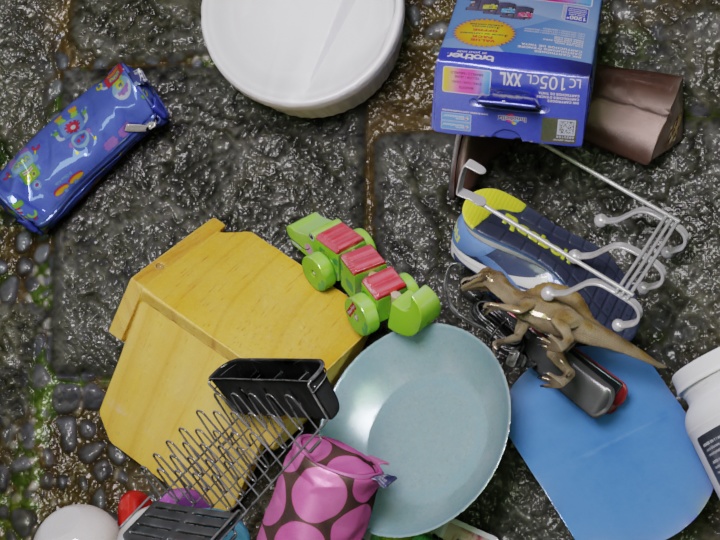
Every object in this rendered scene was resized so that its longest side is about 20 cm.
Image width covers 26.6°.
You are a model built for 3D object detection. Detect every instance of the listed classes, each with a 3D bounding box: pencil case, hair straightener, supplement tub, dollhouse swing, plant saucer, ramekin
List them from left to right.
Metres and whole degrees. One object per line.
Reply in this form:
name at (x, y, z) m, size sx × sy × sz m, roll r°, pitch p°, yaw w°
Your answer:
pencil case at (-0.280, -0.122, 1.531) m, size 0.200 × 0.078 × 0.087 m, roll -42°, pitch 51°, yaw 2°
dollhouse swing at (-0.127, 0.098, 1.475) m, size 0.200 × 0.176 × 0.182 m, roll 33°, pitch 44°, yaw 17°
pencil case at (-0.043, 0.246, 1.314) m, size 0.091 × 0.094 × 0.200 m, roll 29°, pitch 103°, yaw 34°
ramekin at (-0.049, -0.243, 1.503) m, size 0.202 × 0.094 × 0.203 m, roll -3°, pitch 77°, yaw 11°
plant saucer at (0.054, 0.147, 1.368) m, size 0.201 × 0.039 × 0.201 m, roll -16°, pitch 59°, yaw 29°
hair straightener at (0.149, 0.060, 1.369) m, size 0.200 × 0.077 × 0.041 m, roll 43°, pitch 110°, yaw 17°
supplement tub at (0.366, 0.157, 1.304) m, size 0.140 × 0.140 × 0.200 m, roll -25°, pitch 74°, yaw 5°

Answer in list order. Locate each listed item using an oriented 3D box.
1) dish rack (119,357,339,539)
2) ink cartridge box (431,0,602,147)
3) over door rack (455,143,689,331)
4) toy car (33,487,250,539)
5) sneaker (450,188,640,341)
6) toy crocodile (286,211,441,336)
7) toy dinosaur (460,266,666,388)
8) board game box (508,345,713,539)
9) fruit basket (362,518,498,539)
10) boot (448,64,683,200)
dish rack at (-0.118, 0.157, 1.275) m, size 0.200 × 0.153 × 0.055 m, roll -47°, pitch 114°, yaw -31°
ink cartridge box at (0.140, -0.179, 1.353) m, size 0.136 × 0.076 × 0.200 m, roll 7°, pitch 37°, yaw 8°
over door rack at (0.185, -0.046, 1.357) m, size 0.200 × 0.148 × 0.067 m, roll 40°, pitch 132°, yaw 2°
toy car at (-0.187, 0.267, 1.397) m, size 0.200 × 0.175 × 0.150 m, roll -5°, pitch 36°, yaw 25°
sneaker at (0.170, 0.005, 1.418) m, size 0.200 × 0.082 × 0.074 m, roll 37°, pitch 50°, yaw 2°
toy crocodile at (0.000, 0.000, 1.430) m, size 0.067 × 0.062 × 0.200 m, roll -24°, pitch 45°, yaw -24°
toy dinosaur at (0.178, 0.050, 1.329) m, size 0.200 × 0.058 × 0.101 m, roll 25°, pitch 43°, yaw 6°
board game box at (0.223, 0.164, 1.380) m, size 0.158 × 0.039 × 0.200 m, roll -24°, pitch 63°, yaw -17°
fruit basket at (0.003, 0.287, 1.377) m, size 0.200 × 0.094 × 0.185 m, roll 23°, pitch 83°, yaw 19°
boot at (0.198, -0.125, 1.445) m, size 0.200 × 0.064 × 0.187 m, roll 20°, pitch 80°, yaw 11°
